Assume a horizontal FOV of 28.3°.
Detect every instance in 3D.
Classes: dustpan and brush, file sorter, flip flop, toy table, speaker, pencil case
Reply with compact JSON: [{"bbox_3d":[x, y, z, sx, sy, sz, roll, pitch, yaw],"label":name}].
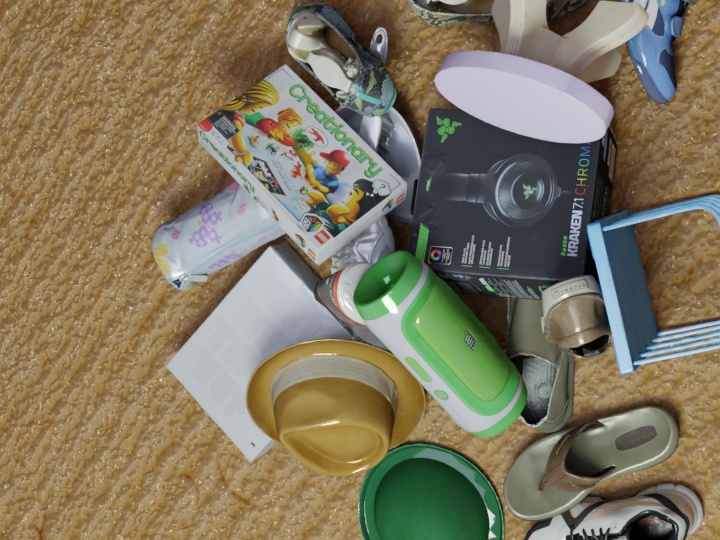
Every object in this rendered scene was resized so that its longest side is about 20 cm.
[{"bbox_3d":[0.014,-0.159,1.539,0.138,0.057,0.203,14,101,20],"label":"dustpan and brush"},{"bbox_3d":[0.304,0.003,1.369,0.121,0.200,0.141,-14,91,20],"label":"file sorter"},{"bbox_3d":[0.234,0.196,1.482,0.198,0.057,0.082,-25,71,18],"label":"flip flop"},{"bbox_3d":[0.172,-0.205,1.351,0.198,0.184,0.118,21,77,37],"label":"toy table"},{"bbox_3d":[0.081,0.075,1.418,0.088,0.089,0.200,-33,116,21],"label":"speaker"},{"bbox_3d":[-0.141,-0.053,1.588,0.199,0.091,0.083,-30,110,28],"label":"pencil case"}]

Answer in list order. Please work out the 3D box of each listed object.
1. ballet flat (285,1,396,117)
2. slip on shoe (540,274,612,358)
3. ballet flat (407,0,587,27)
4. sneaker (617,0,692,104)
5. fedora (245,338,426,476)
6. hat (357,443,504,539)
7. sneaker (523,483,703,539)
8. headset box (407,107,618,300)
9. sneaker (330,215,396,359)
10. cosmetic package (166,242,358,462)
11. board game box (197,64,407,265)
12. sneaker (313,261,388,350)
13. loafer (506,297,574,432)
[{"bbox_3d":[-0.037,-0.231,1.506,0.200,0.074,0.075,43,112,41],"label":"ballet flat"},{"bbox_3d":[0.216,0.057,1.381,0.075,0.200,0.061,-19,73,5],"label":"slip on shoe"},{"bbox_3d":[0.140,-0.285,1.465,0.197,0.075,0.069,-3,90,22],"label":"ballet flat"},{"bbox_3d":[0.296,-0.267,1.408,0.081,0.074,0.203,-8,96,17],"label":"sneaker"},{"bbox_3d":[-0.027,0.161,1.535,0.197,0.082,0.203,0,131,0],"label":"fedora"},{"bbox_3d":[0.058,0.292,1.512,0.198,0.176,0.168,25,105,17],"label":"hat"},{"bbox_3d":[0.253,0.272,1.486,0.198,0.080,0.075,-22,90,24],"label":"sneaker"},{"bbox_3d":[0.148,-0.067,1.452,0.197,0.093,0.177,5,77,22],"label":"headset box"},{"bbox_3d":[0.000,0.000,1.534,0.070,0.079,0.203,-8,103,66],"label":"sneaker"},{"bbox_3d":[-0.105,0.093,1.622,0.151,0.052,0.200,47,110,11],"label":"cosmetic package"},{"bbox_3d":[-0.062,-0.114,1.504,0.126,0.035,0.200,-37,70,-22],"label":"board game box"},{"bbox_3d":[0.033,0.049,1.491,0.081,0.199,0.078,-6,56,50],"label":"sneaker"},{"bbox_3d":[0.189,0.074,1.492,0.074,0.070,0.203,-4,95,22],"label":"loafer"}]
